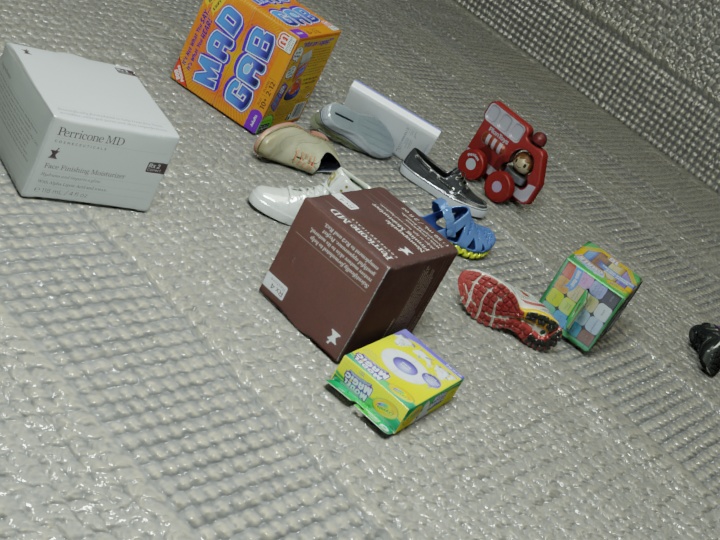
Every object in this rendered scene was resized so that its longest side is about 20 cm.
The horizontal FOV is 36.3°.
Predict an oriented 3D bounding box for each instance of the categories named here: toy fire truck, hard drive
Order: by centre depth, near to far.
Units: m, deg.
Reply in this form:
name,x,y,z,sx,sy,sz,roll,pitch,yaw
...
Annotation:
name,x,y,z,sx,sy,sz,roll,pitch,yaw
hard drive,0.057,-0.293,2.224,0.199,0.132,0.025,31,62,1
toy fire truck,0.318,-0.246,2.359,0.200,0.169,0.112,43,28,26

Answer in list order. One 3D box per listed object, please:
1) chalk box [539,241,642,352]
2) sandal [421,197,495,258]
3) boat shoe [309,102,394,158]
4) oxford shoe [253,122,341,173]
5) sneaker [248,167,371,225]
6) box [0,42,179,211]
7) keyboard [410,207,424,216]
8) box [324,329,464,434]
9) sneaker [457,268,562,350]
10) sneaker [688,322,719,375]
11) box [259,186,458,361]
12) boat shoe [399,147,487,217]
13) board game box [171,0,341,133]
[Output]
name,x,y,z,sx,sy,sz,roll,pitch,yaw
chalk box,0.393,0.049,1.928,0.123,0.125,0.200,37,24,15
sandal,0.178,-0.078,1.994,0.199,0.088,0.080,9,30,-42
boat shoe,-0.015,-0.277,2.176,0.199,0.062,0.073,26,66,-41
oxford shoe,-0.105,-0.212,1.952,0.199,0.071,0.074,-4,44,-51
sneaker,-0.073,-0.126,1.773,0.198,0.116,0.074,16,29,-25
box,-0.393,-0.199,1.536,0.198,0.131,0.200,5,34,-42
keyboard,0.058,-0.095,1.987,0.056,0.011,0.199,39,25,30
box,0.046,0.147,1.473,0.117,0.049,0.199,38,28,18
sneaker,0.243,0.060,1.833,0.199,0.078,0.082,34,19,-16
sneaker,0.679,0.148,2.162,0.087,0.076,0.199,25,17,25
box,0.000,0.000,1.554,0.166,0.165,0.199,40,27,22
boat shoe,0.176,-0.180,2.202,0.199,0.067,0.070,33,25,5
board game box,-0.192,-0.406,2.058,0.199,0.201,0.200,34,24,10
